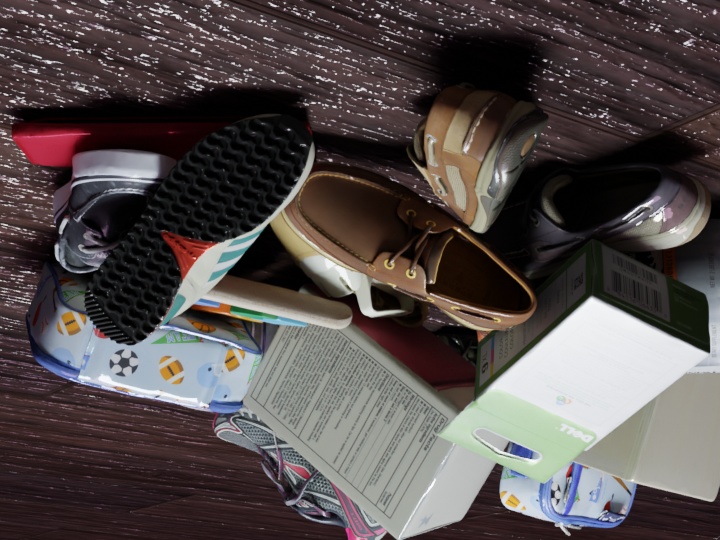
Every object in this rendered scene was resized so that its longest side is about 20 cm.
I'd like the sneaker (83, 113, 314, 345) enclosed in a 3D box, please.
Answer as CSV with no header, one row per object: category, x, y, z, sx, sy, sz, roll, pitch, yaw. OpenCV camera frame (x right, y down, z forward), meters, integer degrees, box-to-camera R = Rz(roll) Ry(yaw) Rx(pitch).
sneaker,-0.104,-0.036,0.990,0.200,0.070,0.093,-46,-179,17

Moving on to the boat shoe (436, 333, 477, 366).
boat shoe,0.089,0.096,1.455,0.201,0.072,0.066,-5,141,12

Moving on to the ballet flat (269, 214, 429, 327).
ballet flat,0.000,0.000,1.184,0.069,0.063,0.200,-15,156,34

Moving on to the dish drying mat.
dish drying mat,-0.132,-0.088,1.000,0.200,0.018,0.077,-1,164,2

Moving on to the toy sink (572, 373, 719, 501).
toy sink,0.265,0.089,1.298,0.130,0.200,0.112,18,178,-42

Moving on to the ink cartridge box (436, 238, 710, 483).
ink cartridge box,0.153,0.071,1.073,0.104,0.059,0.200,25,134,-18

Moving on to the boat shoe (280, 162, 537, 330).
boat shoe,0.039,-0.019,1.014,0.200,0.072,0.068,28,173,-17

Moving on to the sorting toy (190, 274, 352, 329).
sorting toy,-0.131,0.016,1.177,0.185,0.036,0.200,14,178,-33

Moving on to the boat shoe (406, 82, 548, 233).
boat shoe,0.072,-0.080,0.945,0.074,0.076,0.200,29,171,4

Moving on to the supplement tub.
supplement tub,0.194,0.023,1.149,0.200,0.123,0.123,-3,161,11

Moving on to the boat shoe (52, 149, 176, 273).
boat shoe,-0.180,-0.037,1.027,0.072,0.068,0.200,5,168,-25

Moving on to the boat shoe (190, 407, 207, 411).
boat shoe,-0.191,0.084,1.396,0.200,0.069,0.072,10,152,14

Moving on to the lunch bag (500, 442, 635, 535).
lunch bag,0.209,0.151,1.387,0.076,0.200,0.160,6,171,42

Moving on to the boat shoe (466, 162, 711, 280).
boat shoe,0.151,-0.042,1.051,0.200,0.072,0.065,-9,145,39

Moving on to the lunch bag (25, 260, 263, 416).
lunch bag,-0.185,0.057,1.254,0.200,0.076,0.160,17,-171,-22

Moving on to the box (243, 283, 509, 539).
box,0.019,0.115,1.250,0.200,0.128,0.109,38,-160,27

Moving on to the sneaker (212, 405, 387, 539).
sneaker,-0.056,0.183,1.340,0.200,0.075,0.081,26,164,23

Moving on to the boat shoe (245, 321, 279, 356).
boat shoe,-0.104,0.067,1.383,0.062,0.072,0.200,7,162,-8
